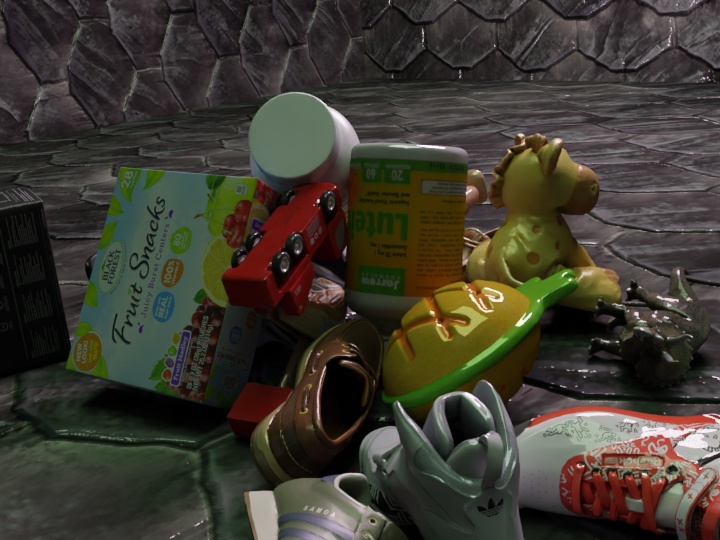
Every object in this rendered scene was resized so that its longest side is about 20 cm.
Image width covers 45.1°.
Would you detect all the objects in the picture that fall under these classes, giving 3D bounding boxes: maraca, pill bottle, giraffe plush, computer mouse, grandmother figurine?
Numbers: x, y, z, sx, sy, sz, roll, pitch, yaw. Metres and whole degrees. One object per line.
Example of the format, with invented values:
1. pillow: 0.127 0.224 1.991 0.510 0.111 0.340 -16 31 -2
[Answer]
1. maraca: 0.099 0.056 0.725 0.199 0.108 0.137 -34 9 -27
2. pill bottle: 0.041 -0.014 0.812 0.110 0.203 0.111 3 5 0
3. pill bottle: -0.049 -0.101 0.888 0.111 0.114 0.200 -2 -14 8
4. giraffe plush: 0.183 -0.054 0.896 0.199 0.164 0.172 9 4 -40
5. computer mouse: 0.000 0.000 0.909 0.199 0.044 0.109 25 0 -31
6. grandmother figurine: 0.070 -0.056 1.021 0.199 0.061 0.121 -33 -9 -46

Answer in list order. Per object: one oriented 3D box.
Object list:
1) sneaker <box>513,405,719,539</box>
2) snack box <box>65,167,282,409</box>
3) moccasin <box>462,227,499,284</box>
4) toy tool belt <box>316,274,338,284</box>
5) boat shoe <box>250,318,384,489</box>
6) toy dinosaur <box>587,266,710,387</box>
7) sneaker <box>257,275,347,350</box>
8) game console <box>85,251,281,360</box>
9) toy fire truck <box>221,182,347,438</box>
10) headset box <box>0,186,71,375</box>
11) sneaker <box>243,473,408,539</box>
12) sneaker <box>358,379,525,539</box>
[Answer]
1. sneaker: 0.184 0.137 0.548 0.199 0.068 0.108 -2 15 -1
2. snack box: -0.169 0.013 0.804 0.167 0.202 0.068 8 -11 29
3. moccasin: 0.133 -0.020 1.026 0.199 0.079 0.073 -14 20 -25
4. toy tool belt: -0.053 -0.081 1.051 0.124 0.202 0.123 6 -22 25
5. boat shoe: -0.015 0.095 0.687 0.067 0.072 0.200 -35 9 30
6. toy dinosaur: 0.277 0.055 0.801 0.102 0.078 0.199 24 26 34
7. sneaker: -0.107 0.033 0.869 0.199 0.089 0.075 26 29 27
8. game console: -0.161 0.020 0.934 0.118 0.174 0.199 -25 1 39
9. toy fire truck: -0.061 0.032 0.752 0.048 0.142 0.201 4 38 27
10. headset box: -0.418 0.023 0.889 0.198 0.176 0.093 -16 22 -28
11. sneaker: -0.011 0.171 0.493 0.089 0.068 0.200 -14 16 -10
12. sneaker: 0.049 0.119 0.560 0.074 0.116 0.200 -10 18 -17
